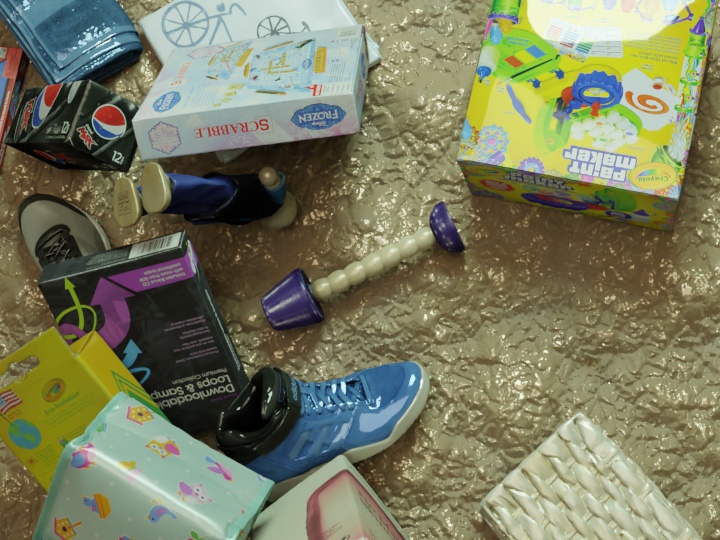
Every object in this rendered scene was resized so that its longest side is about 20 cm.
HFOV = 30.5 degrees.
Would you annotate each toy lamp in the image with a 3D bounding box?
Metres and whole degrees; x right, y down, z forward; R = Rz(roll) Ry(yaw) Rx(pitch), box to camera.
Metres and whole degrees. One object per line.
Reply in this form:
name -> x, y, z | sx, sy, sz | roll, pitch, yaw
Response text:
toy lamp -> 0.000, 0.000, 1.255 | 0.198, 0.058, 0.059 | -25, 74, 3

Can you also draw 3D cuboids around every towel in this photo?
towel -> -0.319, -0.279, 1.374 | 0.111, 0.049, 0.201 | -33, 72, -14

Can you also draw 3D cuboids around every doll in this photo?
doll -> -0.135, -0.065, 1.224 | 0.136, 0.199, 0.049 | -20, 77, 38

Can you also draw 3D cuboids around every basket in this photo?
basket -> 0.205, 0.231, 1.126 | 0.135, 0.123, 0.200 | -42, 73, 0

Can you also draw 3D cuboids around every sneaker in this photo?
sneaker -> -0.039, 0.123, 1.201 | 0.198, 0.112, 0.077 | -29, 39, 8
sneaker -> -0.278, 0.001, 1.301 | 0.074, 0.079, 0.201 | -38, 72, 4

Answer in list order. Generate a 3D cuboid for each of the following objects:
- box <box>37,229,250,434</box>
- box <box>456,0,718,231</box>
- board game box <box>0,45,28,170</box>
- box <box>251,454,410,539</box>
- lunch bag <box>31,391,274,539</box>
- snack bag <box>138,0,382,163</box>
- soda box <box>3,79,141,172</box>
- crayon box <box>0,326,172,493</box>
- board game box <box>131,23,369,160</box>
box -> -0.193, 0.069, 1.223 | 0.141, 0.202, 0.036 | -14, 32, 11
box -> 0.209, -0.158, 1.209 | 0.198, 0.122, 0.195 | 12, 81, 13
board game box -> -0.421, -0.142, 1.392 | 0.102, 0.019, 0.203 | 8, 80, 15
box -> -0.012, 0.262, 1.110 | 0.109, 0.200, 0.128 | -37, 103, 2
lunch bag -> -0.194, 0.238, 1.148 | 0.169, 0.122, 0.201 | 31, 117, 4
snack bag -> -0.103, -0.235, 1.344 | 0.199, 0.021, 0.190 | -33, 74, 0
soda box -> -0.277, -0.138, 1.274 | 0.199, 0.070, 0.064 | 8, 75, 59
crayon box -> -0.254, 0.145, 1.214 | 0.126, 0.051, 0.201 | -29, 107, 21
board game box -> -0.094, -0.169, 1.226 | 0.197, 0.201, 0.042 | -6, 117, 7
